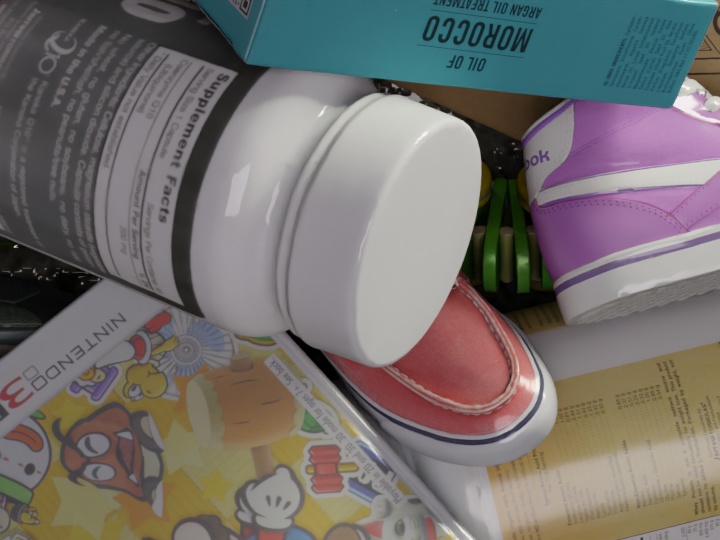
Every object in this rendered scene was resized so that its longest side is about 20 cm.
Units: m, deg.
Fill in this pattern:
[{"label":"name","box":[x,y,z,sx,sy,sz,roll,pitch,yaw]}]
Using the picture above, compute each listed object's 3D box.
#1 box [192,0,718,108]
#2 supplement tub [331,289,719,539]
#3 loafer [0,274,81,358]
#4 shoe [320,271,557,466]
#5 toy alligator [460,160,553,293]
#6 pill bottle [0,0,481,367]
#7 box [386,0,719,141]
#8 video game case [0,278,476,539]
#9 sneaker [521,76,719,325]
[{"label":"box","box":[0.033,-0.109,0.670,0.200,0.082,0.049,2,122,-34]},{"label":"supplement tub","box":[0.095,0.086,0.807,0.200,0.145,0.145,-14,104,-1]},{"label":"loafer","box":[-0.144,0.041,0.815,0.200,0.072,0.063,3,109,-8]},{"label":"shoe","box":[0.000,0.000,0.746,0.071,0.200,0.091,-39,139,-11]},{"label":"toy alligator","box":[0.093,-0.012,0.807,0.200,0.054,0.059,3,134,9]},{"label":"pill bottle","box":[-0.062,-0.042,0.676,0.200,0.114,0.114,21,103,24]},{"label":"box","box":[0.128,-0.110,0.778,0.200,0.021,0.164,24,130,-4]},{"label":"video game case","box":[-0.076,0.106,0.707,0.182,0.023,0.200,-40,80,-19]},{"label":"sneaker","box":[0.167,-0.055,0.750,0.200,0.073,0.114,-12,75,-11]}]
